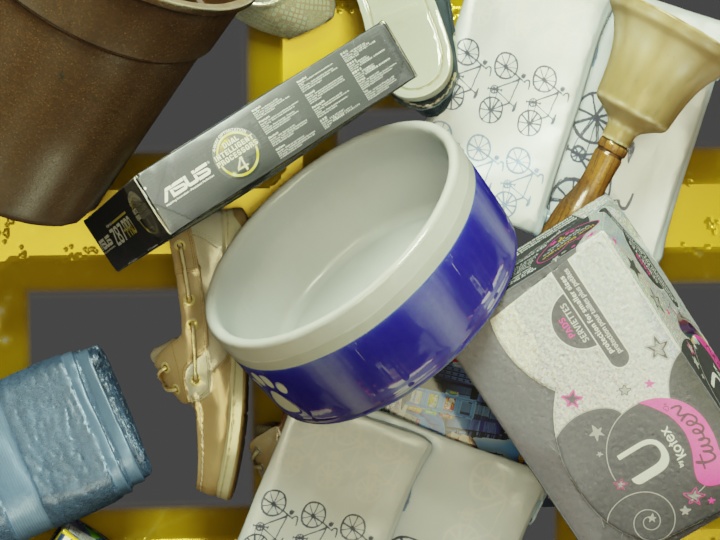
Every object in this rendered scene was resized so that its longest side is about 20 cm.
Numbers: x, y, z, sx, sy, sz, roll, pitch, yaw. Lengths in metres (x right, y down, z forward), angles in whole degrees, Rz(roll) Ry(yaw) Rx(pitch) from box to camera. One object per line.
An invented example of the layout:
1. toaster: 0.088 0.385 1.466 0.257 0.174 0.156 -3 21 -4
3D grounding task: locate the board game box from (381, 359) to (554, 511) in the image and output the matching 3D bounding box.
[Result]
1. board game box: 0.111 0.090 1.369 0.198 0.062 0.202 14 90 -9

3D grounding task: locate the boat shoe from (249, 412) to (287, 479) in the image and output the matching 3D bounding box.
1. boat shoe: -0.041 0.127 1.356 0.071 0.076 0.202 12 87 2

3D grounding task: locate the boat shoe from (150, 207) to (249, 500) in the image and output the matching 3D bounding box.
1. boat shoe: -0.111 0.057 1.344 0.068 0.074 0.202 1 84 -3

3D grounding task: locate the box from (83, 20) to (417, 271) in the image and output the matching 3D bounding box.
1. box: -0.075 -0.078 1.266 0.199 0.161 0.049 -34 96 -20

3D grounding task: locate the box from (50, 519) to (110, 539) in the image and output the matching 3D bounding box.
1. box: -0.140 0.254 1.353 0.199 0.064 0.070 32 90 -6

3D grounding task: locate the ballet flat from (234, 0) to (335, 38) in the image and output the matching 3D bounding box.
1. ballet flat: -0.102 -0.228 1.329 0.199 0.062 0.068 36 89 -7

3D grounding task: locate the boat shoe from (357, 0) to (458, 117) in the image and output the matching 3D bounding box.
1. boat shoe: 0.029 -0.204 1.339 0.074 0.062 0.202 -19 74 7

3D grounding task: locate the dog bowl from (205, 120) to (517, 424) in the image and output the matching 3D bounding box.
1. dog bowl: 0.000 0.000 1.255 0.200 0.200 0.079 -40 118 -2

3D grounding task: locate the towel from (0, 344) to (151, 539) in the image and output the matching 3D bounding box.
1. towel: -0.250 0.137 1.330 0.198 0.049 0.112 -23 71 -7

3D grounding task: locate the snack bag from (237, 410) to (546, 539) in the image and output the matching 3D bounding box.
1. snack bag: 0.013 0.194 1.317 0.198 0.021 0.190 21 97 -15

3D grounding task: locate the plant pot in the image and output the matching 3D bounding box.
1. plant pot: -0.193 -0.149 1.244 0.199 0.201 0.199 29 117 -6

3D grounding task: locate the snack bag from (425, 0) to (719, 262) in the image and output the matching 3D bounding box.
1. snack bag: 0.150 -0.114 1.372 0.198 0.021 0.190 19 91 -6

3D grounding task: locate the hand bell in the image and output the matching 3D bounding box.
1. hand bell: 0.167 -0.078 1.319 0.103 0.104 0.201 28 96 -6

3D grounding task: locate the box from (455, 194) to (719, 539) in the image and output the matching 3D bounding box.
1. box: 0.162 0.075 1.267 0.132 0.115 0.201 -32 98 15
